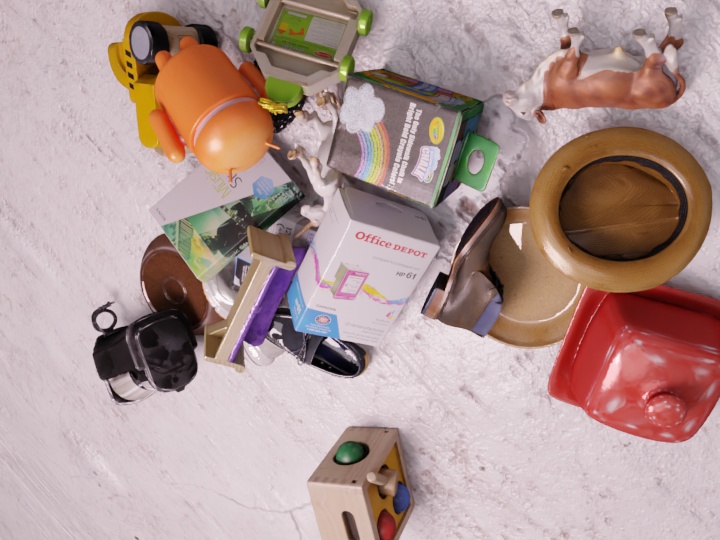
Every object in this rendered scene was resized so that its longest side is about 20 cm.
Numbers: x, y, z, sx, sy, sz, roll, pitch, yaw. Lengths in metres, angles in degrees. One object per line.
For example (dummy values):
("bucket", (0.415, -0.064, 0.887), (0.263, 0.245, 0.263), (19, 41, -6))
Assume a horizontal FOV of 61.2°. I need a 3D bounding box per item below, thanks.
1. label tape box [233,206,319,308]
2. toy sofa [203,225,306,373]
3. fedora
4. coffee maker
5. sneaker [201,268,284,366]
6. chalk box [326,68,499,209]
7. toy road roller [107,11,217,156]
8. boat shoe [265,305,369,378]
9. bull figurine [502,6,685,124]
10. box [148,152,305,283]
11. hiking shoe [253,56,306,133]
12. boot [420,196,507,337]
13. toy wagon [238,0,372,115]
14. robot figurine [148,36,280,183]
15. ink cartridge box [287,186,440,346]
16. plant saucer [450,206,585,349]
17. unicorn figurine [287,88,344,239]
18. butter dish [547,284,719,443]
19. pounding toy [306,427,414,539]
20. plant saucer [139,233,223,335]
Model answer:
("label tape box", (-0.095, -0.016, 0.954), (0.198, 0.066, 0.145), (23, 117, 18))
("toy sofa", (-0.151, 0.046, 0.886), (0.097, 0.083, 0.201), (19, 114, -23))
("fedora", (0.299, -0.069, 0.719), (0.198, 0.082, 0.204), (0, 90, 11))
("coffee maker", (-0.397, 0.138, 1.087), (0.199, 0.135, 0.193), (-24, 111, 46))
("sneaker", (-0.182, 0.059, 1.030), (0.091, 0.076, 0.201), (-31, 101, 23))
("chalk box", (0.079, -0.166, 0.779), (0.198, 0.124, 0.126), (24, 117, 14))
("toy road roller", (-0.300, -0.282, 0.921), (0.145, 0.122, 0.203), (13, 113, 35))
("boat shoe", (-0.078, 0.115, 0.973), (0.198, 0.062, 0.075), (27, 97, 0))
("bull figurine", (0.262, -0.226, 0.690), (0.197, 0.066, 0.122), (3, 144, 17))
("box", (-0.202, -0.100, 0.912), (0.200, 0.036, 0.145), (-42, 72, 0))
("hiking shoe", (-0.122, -0.270, 0.866), (0.199, 0.076, 0.101), (-38, 82, 18))
("boot", (0.163, 0.002, 0.801), (0.096, 0.075, 0.201), (28, 127, 0))
("toy wagon", (-0.078, -0.288, 0.788), (0.153, 0.040, 0.202), (18, 79, 9))
("robot figurine", (-0.193, -0.210, 0.800), (0.201, 0.143, 0.117), (52, 131, 14))
("ink cartridge box", (0.000, 0.000, 0.866), (0.143, 0.085, 0.201), (13, 122, -25))
("plant saucer", (0.222, 0.008, 0.827), (0.198, 0.035, 0.203), (9, 113, 22))
("unicorn figurine", (-0.051, -0.146, 0.834), (0.073, 0.137, 0.202), (21, 82, 27))
("butter dish", (0.351, 0.131, 0.734), (0.197, 0.148, 0.202), (14, 116, 4))
("pounding toy", (0.014, 0.352, 0.976), (0.141, 0.184, 0.203), (-5, 108, 27))
("plant saucer", (-0.328, 0.032, 1.104), (0.198, 0.034, 0.203), (9, 114, 21))
